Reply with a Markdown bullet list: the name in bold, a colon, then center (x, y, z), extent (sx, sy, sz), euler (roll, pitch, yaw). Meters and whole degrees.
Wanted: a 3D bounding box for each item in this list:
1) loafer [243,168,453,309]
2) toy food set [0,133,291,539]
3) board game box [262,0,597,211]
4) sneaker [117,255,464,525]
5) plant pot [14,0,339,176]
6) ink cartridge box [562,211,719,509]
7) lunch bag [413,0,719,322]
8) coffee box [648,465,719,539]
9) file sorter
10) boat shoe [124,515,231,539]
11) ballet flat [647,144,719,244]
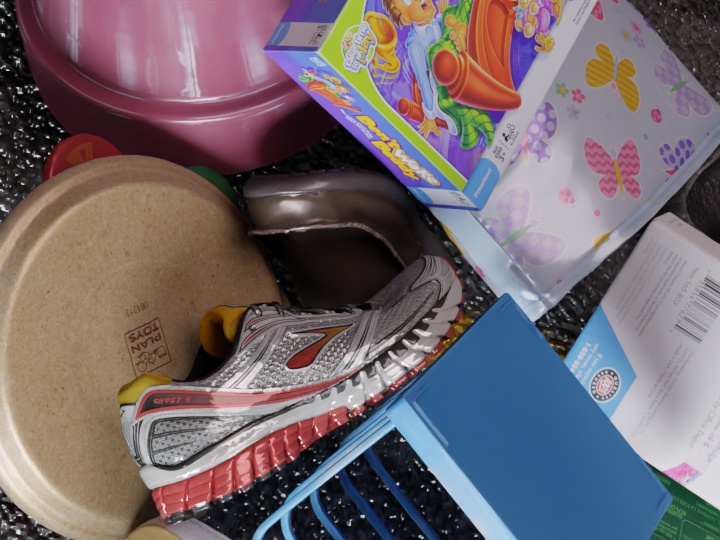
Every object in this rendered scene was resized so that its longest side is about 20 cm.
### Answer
- **loafer**: center (0.000, 0.000, 1.501), extent (0.200, 0.073, 0.071), euler (34, 56, -60)
- **toy food set**: center (-0.118, 0.035, 1.443), extent (0.200, 0.049, 0.198), euler (-43, 117, -29)
- **board game box**: center (0.052, -0.150, 1.452), extent (0.134, 0.045, 0.200), euler (42, 69, -35)
- **sneaker**: center (-0.031, 0.041, 1.416), extent (0.200, 0.078, 0.082), euler (-32, 91, -31)
- **plant pot**: center (-0.086, -0.177, 1.469), extent (0.199, 0.179, 0.201), euler (-3, 57, 4)
- **ink cartridge box**: center (0.216, 0.070, 1.570), extent (0.200, 0.115, 0.068), euler (34, 11, 9)
- **lunch bag**: center (0.086, -0.077, 1.609), extent (0.170, 0.127, 0.200), euler (49, 40, -2)
- **coffee box**: center (0.172, 0.217, 1.543), extent (0.123, 0.044, 0.201), euler (27, 55, -22)
- **file sorter**: center (0.049, 0.122, 1.439), extent (0.139, 0.123, 0.200), euler (52, 22, 0)
- **boat shoe**: center (-0.033, 0.182, 1.446), extent (0.200, 0.071, 0.069), euler (44, 47, -13)
- **ballet flat**: center (0.225, -0.050, 1.722), extent (0.066, 0.057, 0.200), euler (45, 52, -8)
